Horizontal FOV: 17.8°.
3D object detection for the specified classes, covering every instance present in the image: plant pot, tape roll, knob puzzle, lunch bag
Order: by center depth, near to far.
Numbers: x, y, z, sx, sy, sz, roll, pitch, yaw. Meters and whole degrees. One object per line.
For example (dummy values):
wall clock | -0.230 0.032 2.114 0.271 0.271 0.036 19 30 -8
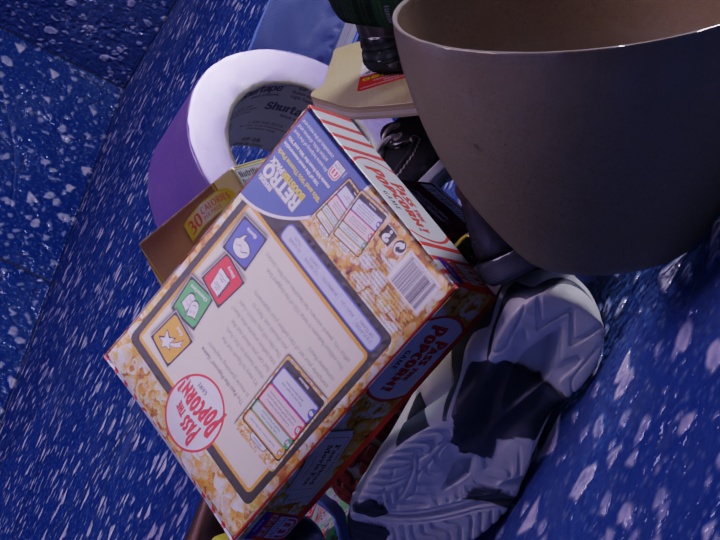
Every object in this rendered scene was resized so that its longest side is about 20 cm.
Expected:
plant pot | 0.123 -0.076 1.177 0.201 0.198 0.136 -102 4 -70
knob puzzle | 0.062 -0.136 1.591 0.218 0.031 0.220 -17 20 6
tape roll | -0.060 -0.068 1.794 0.085 0.199 0.201 -52 18 45
lunch bag | -0.018 -0.212 2.068 0.136 0.131 0.201 102 -171 -75

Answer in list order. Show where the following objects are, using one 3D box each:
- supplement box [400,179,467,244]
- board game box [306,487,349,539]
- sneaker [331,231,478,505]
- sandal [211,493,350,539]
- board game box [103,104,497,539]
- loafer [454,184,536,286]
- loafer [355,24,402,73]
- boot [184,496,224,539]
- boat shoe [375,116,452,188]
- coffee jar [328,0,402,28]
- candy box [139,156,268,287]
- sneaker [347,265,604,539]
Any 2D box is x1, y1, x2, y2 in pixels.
supplement box | 0.000 0.000 1.438 0.109 0.061 0.200 -54 -20 15
board game box | -0.033 0.211 1.537 0.135 0.029 0.200 -68 13 -16
sneaker | 0.048 0.061 1.426 0.201 0.078 0.082 -57 6 1
sandal | -0.056 0.191 1.476 0.087 0.080 0.200 -36 -2 -20
board game box | -0.039 0.032 1.305 0.200 0.046 0.152 -48 60 18
loafer | 0.101 -0.055 1.316 0.072 0.063 0.200 -27 10 24
loafer | 0.079 -0.210 1.612 0.199 0.073 0.073 -31 23 -28
boot | -0.136 0.228 1.672 0.201 0.064 0.186 -64 -29 -3
boat shoe | 0.041 -0.083 1.607 0.074 0.060 0.200 -56 -3 36
coffee jar | 0.083 -0.200 1.498 0.085 0.198 0.105 69 -143 -59
candy box | -0.060 0.037 1.586 0.115 0.201 0.055 -35 -10 40
sneaker | 0.061 0.068 1.323 0.200 0.079 0.130 -60 12 19
